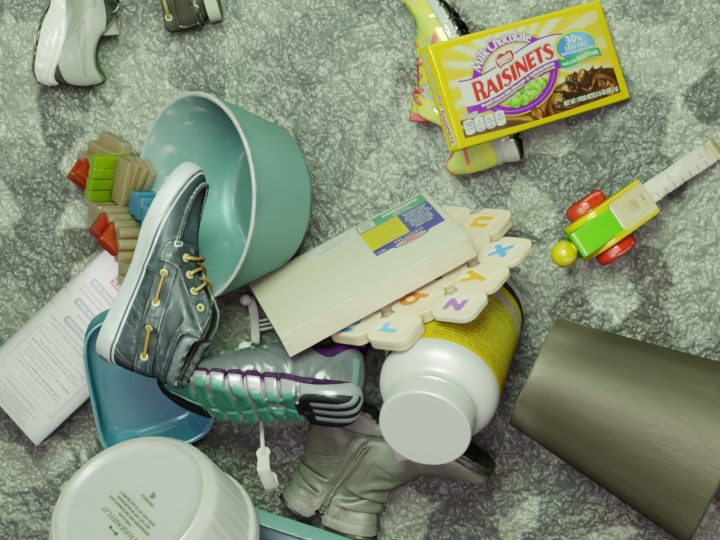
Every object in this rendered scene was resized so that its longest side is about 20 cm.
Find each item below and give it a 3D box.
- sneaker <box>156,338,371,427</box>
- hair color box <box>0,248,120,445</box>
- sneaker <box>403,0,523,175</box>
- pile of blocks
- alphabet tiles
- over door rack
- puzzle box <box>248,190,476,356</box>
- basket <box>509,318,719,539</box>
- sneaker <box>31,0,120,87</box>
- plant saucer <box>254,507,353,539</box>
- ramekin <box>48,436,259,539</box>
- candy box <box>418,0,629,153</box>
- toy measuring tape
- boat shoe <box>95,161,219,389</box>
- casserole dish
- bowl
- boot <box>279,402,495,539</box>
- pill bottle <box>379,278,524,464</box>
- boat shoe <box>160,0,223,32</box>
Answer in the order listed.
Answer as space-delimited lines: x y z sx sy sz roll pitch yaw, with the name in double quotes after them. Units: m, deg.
-0.089 0.094 1.573 0.200 0.074 0.088 6 55 12 "sneaker"
-0.281 0.071 1.679 0.200 0.061 0.099 -43 89 8 "hair color box"
0.079 -0.182 1.613 0.090 0.078 0.200 -26 89 14 "sneaker"
-0.234 -0.060 1.614 0.200 0.062 0.082 56 132 32 "pile of blocks"
0.059 0.005 1.570 0.195 0.200 0.015 5 132 41 "alphabet tiles"
-0.038 0.097 1.613 0.147 0.067 0.200 -12 63 8 "over door rack"
0.000 0.000 1.577 0.200 0.133 0.025 -28 117 -4 "puzzle box"
0.254 0.138 1.586 0.200 0.136 0.181 24 94 9 "basket"
-0.272 -0.279 1.657 0.079 0.074 0.201 10 101 -3 "sneaker"
-0.027 0.277 1.661 0.200 0.070 0.019 18 69 6 "plant saucer"
-0.205 0.249 1.596 0.202 0.203 0.094 -16 135 8 "ramekin"
0.157 -0.186 1.577 0.200 0.026 0.102 -19 90 -25 "candy box"
0.261 -0.062 1.615 0.200 0.074 0.074 -35 89 -15 "toy measuring tape"
-0.162 0.006 1.531 0.091 0.071 0.201 23 91 14 "boat shoe"
-0.210 0.102 1.638 0.121 0.039 0.200 -15 126 -14 "casserole dish"
-0.121 -0.071 1.605 0.201 0.105 0.201 4 95 49 "bowl"
0.027 0.210 1.653 0.200 0.068 0.131 18 98 14 "boot"
0.082 0.085 1.555 0.112 0.200 0.113 9 126 12 "pill bottle"
-0.192 -0.335 1.637 0.060 0.072 0.202 -17 94 4 "boat shoe"
